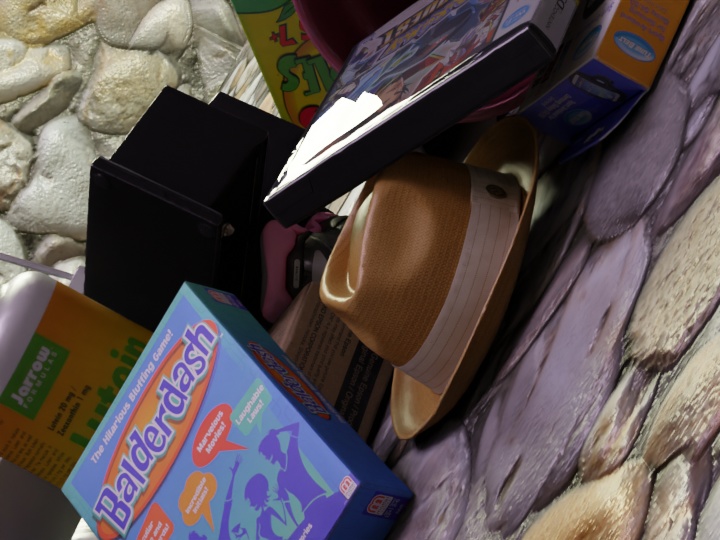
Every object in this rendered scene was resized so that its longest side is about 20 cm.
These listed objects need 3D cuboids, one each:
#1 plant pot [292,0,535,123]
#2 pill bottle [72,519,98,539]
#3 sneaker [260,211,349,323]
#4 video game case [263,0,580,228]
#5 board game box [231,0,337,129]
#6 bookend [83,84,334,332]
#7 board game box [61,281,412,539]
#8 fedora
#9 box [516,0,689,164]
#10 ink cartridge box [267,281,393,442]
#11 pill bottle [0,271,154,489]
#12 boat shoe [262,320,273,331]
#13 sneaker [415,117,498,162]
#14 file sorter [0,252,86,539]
[{"bbox_3d":[0.075,-0.214,1.635,0.200,0.200,0.179,-55,-4,34],"label":"plant pot"},{"bbox_3d":[-0.186,0.224,1.900,0.116,0.115,0.200,-58,10,18],"label":"pill bottle"},{"bbox_3d":[0.000,0.000,1.732,0.200,0.095,0.080,-20,-73,-75],"label":"sneaker"},{"bbox_3d":[0.047,-0.122,1.477,0.200,0.026,0.181,-31,19,33],"label":"video game case"},{"bbox_3d":[-0.022,-0.164,1.833,0.101,0.201,0.048,-21,9,12],"label":"board game box"},{"bbox_3d":[-0.092,-0.048,1.722,0.200,0.092,0.199,-56,-15,-37],"label":"bookend"},{"bbox_3d":[-0.074,0.124,1.489,0.200,0.045,0.153,45,110,43],"label":"board game box"},{"bbox_3d":[0.029,-0.007,1.465,0.201,0.081,0.202,-159,90,-79],"label":"fedora"},{"bbox_3d":[0.150,-0.155,1.459,0.201,0.041,0.119,-62,9,-19],"label":"box"},{"bbox_3d":[-0.063,0.128,1.652,0.200,0.075,0.165,-49,17,50],"label":"ink cartridge box"},{"bbox_3d":[-0.184,0.070,1.626,0.111,0.199,0.111,-59,10,16],"label":"pill bottle"},{"bbox_3d":[-0.058,0.050,1.908,0.063,0.074,0.201,-25,-3,-4],"label":"boat shoe"},{"bbox_3d":[0.029,-0.152,1.725,0.146,0.077,0.204,-159,57,-68],"label":"sneaker"},{"bbox_3d":[-0.249,0.099,1.786,0.201,0.124,0.139,-65,-23,-20],"label":"file sorter"}]
